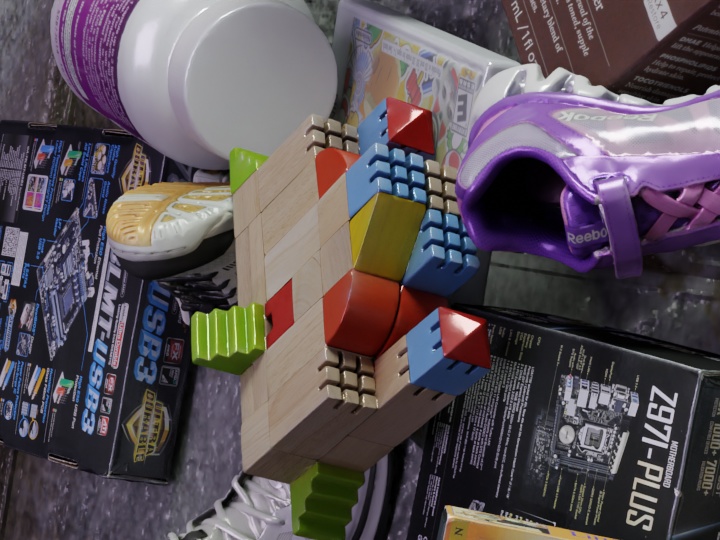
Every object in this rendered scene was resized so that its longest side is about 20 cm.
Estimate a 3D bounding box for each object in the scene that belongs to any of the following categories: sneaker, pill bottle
[{"bbox_3d":[0.124,-0.033,0.995,0.200,0.088,0.081,3,120,27],"label":"sneaker"},{"bbox_3d":[-0.069,-0.004,1.230,0.075,0.200,0.088,3,98,17],"label":"sneaker"},{"bbox_3d":[-0.087,-0.115,1.282,0.200,0.112,0.113,33,109,63],"label":"pill bottle"},{"bbox_3d":[-0.063,0.140,1.225,0.076,0.115,0.201,44,117,47],"label":"sneaker"}]

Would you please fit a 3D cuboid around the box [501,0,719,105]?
[{"bbox_3d":[0.153,-0.141,1.042,0.200,0.075,0.100,-40,53,38],"label":"box"}]

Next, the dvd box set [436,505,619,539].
[{"bbox_3d":[0.115,0.182,0.939,0.029,0.199,0.147,-93,13,-87],"label":"dvd box set"}]

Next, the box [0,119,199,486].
[{"bbox_3d":[-0.165,0.014,1.436,0.198,0.050,0.201,8,88,52],"label":"box"}]

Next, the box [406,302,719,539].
[{"bbox_3d":[0.100,0.127,1.041,0.164,0.086,0.201,13,94,52],"label":"box"}]

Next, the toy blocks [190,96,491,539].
[{"bbox_3d":[0.000,0.000,1.078,0.137,0.100,0.201,-43,41,44],"label":"toy blocks"}]

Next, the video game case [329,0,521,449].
[{"bbox_3d":[0.017,-0.029,1.176,0.200,0.023,0.183,-145,61,-65],"label":"video game case"}]
